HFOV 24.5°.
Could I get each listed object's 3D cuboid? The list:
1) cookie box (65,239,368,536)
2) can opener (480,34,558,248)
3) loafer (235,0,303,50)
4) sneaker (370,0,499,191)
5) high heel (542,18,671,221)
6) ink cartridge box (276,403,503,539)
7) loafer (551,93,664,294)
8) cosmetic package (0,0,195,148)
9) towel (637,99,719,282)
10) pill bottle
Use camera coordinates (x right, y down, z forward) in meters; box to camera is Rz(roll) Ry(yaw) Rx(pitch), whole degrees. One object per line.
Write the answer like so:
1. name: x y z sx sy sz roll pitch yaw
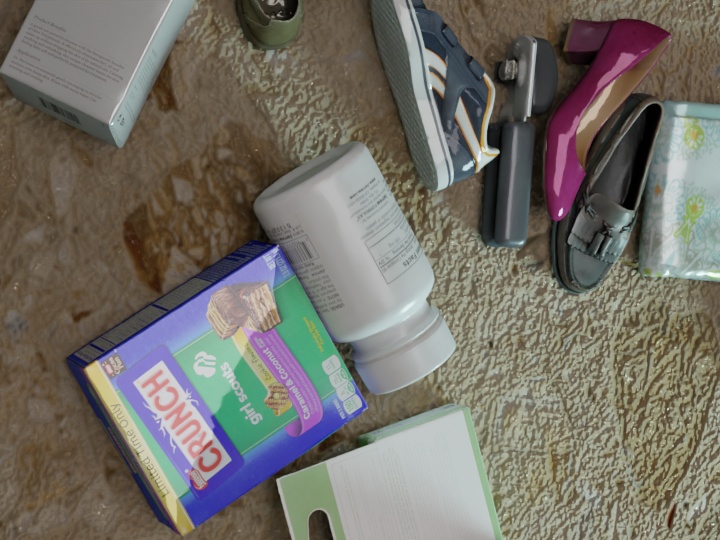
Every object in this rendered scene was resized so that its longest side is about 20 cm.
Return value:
1. cookie box: -0.122 0.098 1.425 0.199 0.075 0.172 -33 104 -17
2. can opener: 0.150 -0.121 1.542 0.066 0.053 0.202 9 88 -23
3. loafer: -0.086 -0.294 1.437 0.075 0.067 0.202 -21 98 -20
4. sneaker: 0.069 -0.179 1.497 0.079 0.078 0.202 -22 110 -15
5. high heel: 0.226 -0.140 1.543 0.095 0.067 0.202 8 83 19
6. ink cartridge box: 0.024 0.220 1.500 0.198 0.048 0.147 -17 97 -20
7. loafer: 0.235 -0.076 1.571 0.071 0.063 0.202 20 84 -22
8. cosmetic package: -0.202 -0.219 1.368 0.107 0.085 0.201 26 80 3
9. towel: 0.368 -0.074 1.633 0.198 0.048 0.173 5 88 -22
10. pill bottle: 0.000 0.000 1.451 0.114 0.114 0.201 -33 102 -18
